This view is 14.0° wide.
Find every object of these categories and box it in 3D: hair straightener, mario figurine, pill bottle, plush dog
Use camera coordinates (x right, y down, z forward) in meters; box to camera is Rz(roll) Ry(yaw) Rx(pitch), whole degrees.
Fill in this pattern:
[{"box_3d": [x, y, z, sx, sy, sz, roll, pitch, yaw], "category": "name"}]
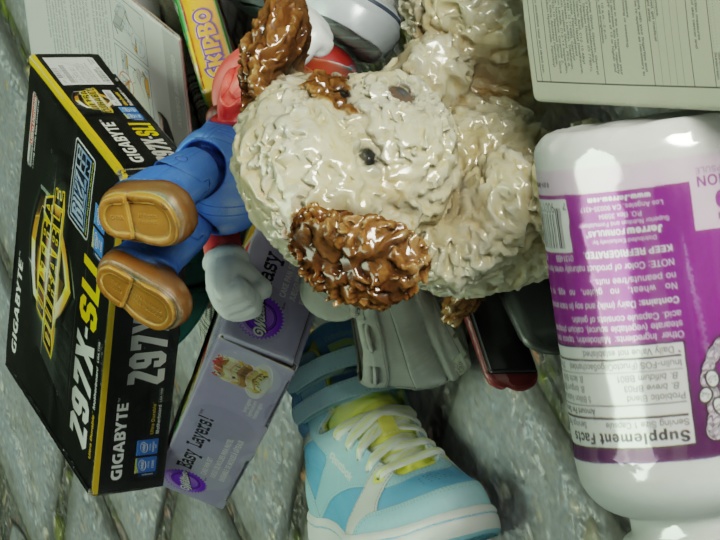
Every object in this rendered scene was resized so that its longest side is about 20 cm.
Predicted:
[{"box_3d": [0.068, -0.044, 1.466, 0.077, 0.041, 0.201, -43, 52, 44], "category": "hair straightener"}, {"box_3d": [-0.048, -0.052, 1.485, 0.106, 0.200, 0.123, 46, 135, -6], "category": "mario figurine"}, {"box_3d": [0.138, 0.036, 1.206, 0.112, 0.112, 0.201, -178, 79, -68], "category": "pill bottle"}, {"box_3d": [0.017, -0.045, 1.350, 0.161, 0.171, 0.201, -58, 42, 33], "category": "plush dog"}]

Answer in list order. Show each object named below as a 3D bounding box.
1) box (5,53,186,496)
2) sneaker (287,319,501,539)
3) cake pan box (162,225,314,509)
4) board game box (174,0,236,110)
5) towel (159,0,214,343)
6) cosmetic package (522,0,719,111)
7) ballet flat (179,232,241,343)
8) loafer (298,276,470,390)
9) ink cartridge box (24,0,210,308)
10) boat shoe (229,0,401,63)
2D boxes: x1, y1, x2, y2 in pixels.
[{"box_3d": [-0.149, 0.001, 1.644, 0.160, 0.049, 0.201, 47, 135, 52], "category": "box"}, {"box_3d": [0.009, 0.091, 1.599, 0.200, 0.079, 0.132, 172, 87, -68], "category": "sneaker"}, {"box_3d": [-0.052, 0.014, 1.637, 0.200, 0.052, 0.185, 117, 174, -60], "category": "cake pan box"}, {"box_3d": [-0.084, -0.122, 1.716, 0.200, 0.030, 0.096, 64, -171, -73], "category": "board game box"}, {"box_3d": [-0.115, -0.067, 1.852, 0.193, 0.034, 0.201, 93, 161, -60], "category": "towel"}, {"box_3d": [0.137, -0.120, 1.192, 0.200, 0.073, 0.104, -167, 69, -67], "category": "cosmetic package"}, {"box_3d": [-0.114, -0.010, 1.702, 0.200, 0.070, 0.071, 125, 132, -59], "category": "ballet flat"}, {"box_3d": [0.000, 0.000, 1.491, 0.200, 0.069, 0.070, 63, -169, -48], "category": "loafer"}, {"box_3d": [-0.134, -0.102, 1.757, 0.176, 0.045, 0.201, 36, 143, 38], "category": "ink cartridge box"}, {"box_3d": [-0.025, -0.165, 1.584, 0.067, 0.073, 0.200, -59, 28, -2], "category": "boat shoe"}]
